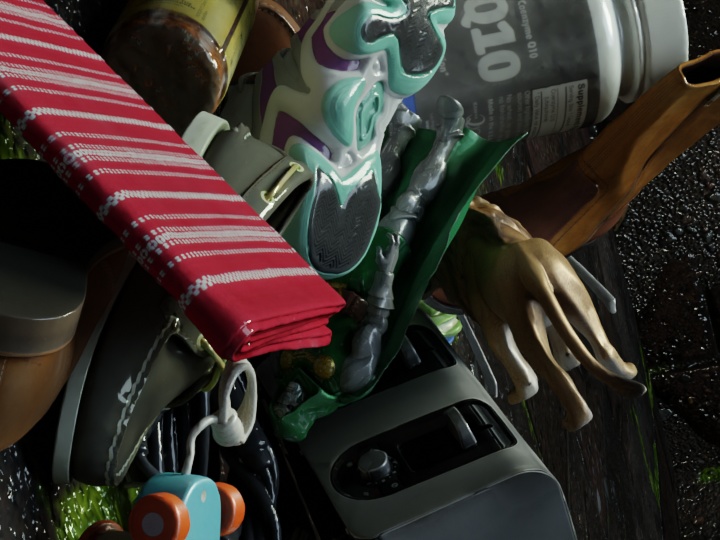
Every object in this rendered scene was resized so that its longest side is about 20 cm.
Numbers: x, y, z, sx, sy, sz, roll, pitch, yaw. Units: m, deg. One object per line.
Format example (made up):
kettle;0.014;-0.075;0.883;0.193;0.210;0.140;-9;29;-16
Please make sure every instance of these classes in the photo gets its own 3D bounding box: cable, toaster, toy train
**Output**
cable;-0.069;0.065;0.951;0.164;0.050;0.201;67;17;-44
toaster;0.039;0.145;1.091;0.181;0.118;0.201;-126;-166;-56
toy train;-0.068;0.140;0.840;0.151;0.055;0.201;-66;152;-47

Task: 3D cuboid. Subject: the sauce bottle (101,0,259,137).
sauce bottle;-0.085;-0.134;1.018;0.200;0.065;0.067;-76;152;-63

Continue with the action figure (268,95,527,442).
action figure;0.000;0.000;1.040;0.055;0.117;0.201;44;61;-44

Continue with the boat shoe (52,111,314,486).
boat shoe;-0.075;0.013;0.844;0.072;0.060;0.203;107;3;-49

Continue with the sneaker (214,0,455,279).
sneaker;-0.039;-0.099;1.036;0.078;0.139;0.202;37;70;-46

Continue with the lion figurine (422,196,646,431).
lion figurine;0.086;0.011;1.051;0.123;0.072;0.200;63;-16;-8

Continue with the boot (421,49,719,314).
boot;0.135;-0.054;1.189;0.187;0.200;0.069;-9;67;-44

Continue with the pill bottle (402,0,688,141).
pill bottle;0.093;-0.137;1.218;0.114;0.198;0.115;167;-90;-83

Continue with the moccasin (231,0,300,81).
moccasin;-0.047;-0.053;1.118;0.078;0.073;0.203;-84;170;-75

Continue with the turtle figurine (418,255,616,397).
turtle figurine;0.075;-0.039;1.328;0.200;0.143;0.196;14;-60;62

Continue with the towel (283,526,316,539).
towel;-0.021;0.265;1.032;0.193;0.034;0.202;-67;145;-69

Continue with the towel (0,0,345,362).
towel;-0.093;-0.042;0.765;0.200;0.023;0.145;45;11;9

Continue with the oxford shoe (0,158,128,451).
oxford shoe;-0.128;0.008;0.752;0.200;0.071;0.072;-74;-179;-69
